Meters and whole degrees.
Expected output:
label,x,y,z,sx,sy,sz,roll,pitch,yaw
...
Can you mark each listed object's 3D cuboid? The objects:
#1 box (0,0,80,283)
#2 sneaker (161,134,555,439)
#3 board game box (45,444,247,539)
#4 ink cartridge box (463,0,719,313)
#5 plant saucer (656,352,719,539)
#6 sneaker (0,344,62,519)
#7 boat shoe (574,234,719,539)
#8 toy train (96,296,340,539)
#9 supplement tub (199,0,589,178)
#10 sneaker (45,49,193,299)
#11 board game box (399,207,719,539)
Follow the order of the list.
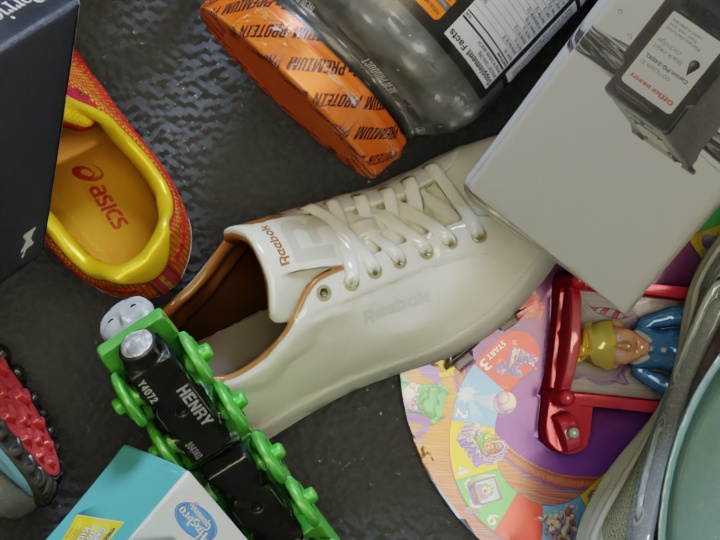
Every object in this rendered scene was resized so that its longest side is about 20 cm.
label,x,y,z,sx,sy,sz,roll,pitch,yaw
box,-0.238,-0.054,1.046,0.198,0.200,0.123,27,127,18
sneaker,0.000,0.000,1.162,0.200,0.085,0.073,-34,59,-6
board game box,-0.096,0.190,1.081,0.200,0.047,0.151,-50,124,-18
ink cartridge box,0.141,-0.099,1.110,0.083,0.145,0.200,38,124,3
plant saucer,0.188,0.096,1.134,0.200,0.036,0.201,-1,93,-27
sneaker,-0.210,0.044,1.163,0.200,0.079,0.096,36,106,-3
boat shoe,0.153,0.048,1.162,0.074,0.065,0.202,34,82,-12
toy train,-0.044,0.080,1.133,0.042,0.056,0.200,-32,130,1
supplement tub,0.039,-0.140,1.158,0.123,0.123,0.200,44,85,-4
sneaker,-0.136,-0.073,1.157,0.200,0.077,0.073,44,85,7
board game box,0.118,0.038,1.205,0.200,0.039,0.158,-39,94,-5
